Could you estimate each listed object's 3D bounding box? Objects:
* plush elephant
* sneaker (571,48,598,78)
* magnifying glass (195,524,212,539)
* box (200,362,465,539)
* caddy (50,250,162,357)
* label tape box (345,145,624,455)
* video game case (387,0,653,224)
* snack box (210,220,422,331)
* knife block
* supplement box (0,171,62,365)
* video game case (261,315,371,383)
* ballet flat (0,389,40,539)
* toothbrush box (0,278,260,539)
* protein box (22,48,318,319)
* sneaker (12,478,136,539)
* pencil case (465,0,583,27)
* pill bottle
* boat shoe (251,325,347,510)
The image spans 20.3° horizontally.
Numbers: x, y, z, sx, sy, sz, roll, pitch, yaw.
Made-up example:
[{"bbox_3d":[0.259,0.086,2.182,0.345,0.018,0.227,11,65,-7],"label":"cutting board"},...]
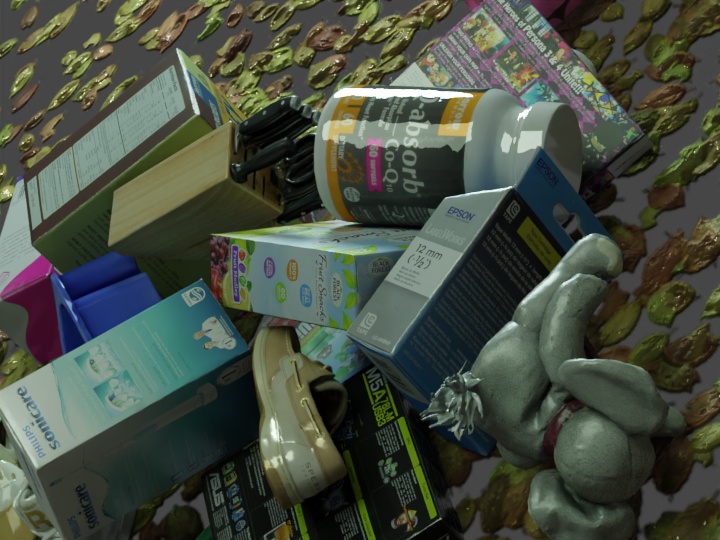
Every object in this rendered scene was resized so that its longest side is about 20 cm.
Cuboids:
[{"bbox_3d":[0.157,0.098,1.414,0.200,0.154,0.165,-32,-30,-47],"label":"plush elephant"},{"bbox_3d":[0.121,-0.116,1.754,0.199,0.080,0.084,-35,46,22],"label":"sneaker"},{"bbox_3d":[-0.081,0.197,1.678,0.079,0.022,0.201,17,68,54],"label":"magnifying glass"},{"bbox_3d":[-0.027,0.187,1.583,0.192,0.048,0.200,-32,37,9],"label":"box"},{"bbox_3d":[-0.211,0.079,1.803,0.105,0.201,0.141,-29,29,-7],"label":"caddy"},{"bbox_3d":[0.099,0.019,1.552,0.066,0.143,0.201,19,68,49],"label":"label tape box"},{"bbox_3d":[0.119,-0.119,1.706,0.181,0.036,0.200,-42,62,8],"label":"video game case"},{"bbox_3d":[0.000,0.000,1.643,0.199,0.168,0.068,10,104,50],"label":"snack box"},{"bbox_3d":[-0.119,-0.083,1.725,0.198,0.176,0.064,3,54,-1],"label":"knife block"},{"bbox_3d":[-0.312,-0.018,2.104,0.101,0.103,0.201,-24,36,28],"label":"supplement box"},{"bbox_3d":[0.001,0.040,1.764,0.143,0.017,0.200,-46,32,-2],"label":"video game case"},{"bbox_3d":[-0.341,0.192,1.934,0.068,0.063,0.201,-35,34,16],"label":"ballet flat"},{"bbox_3d":[-0.187,0.120,1.664,0.199,0.147,0.085,-31,61,-14],"label":"toothbrush box"},{"bbox_3d":[-0.177,-0.058,1.903,0.200,0.199,0.135,-37,34,11],"label":"protein box"},{"bbox_3d":[-0.261,0.246,1.735,0.073,0.116,0.201,-25,38,25],"label":"sneaker"},{"bbox_3d":[0.188,-0.293,1.858,0.200,0.094,0.091,-45,32,-1],"label":"pencil case"},{"bbox_3d":[0.072,-0.092,1.632,0.199,0.117,0.117,4,53,26],"label":"pill bottle"},{"bbox_3d":[-0.042,0.109,1.590,0.069,0.074,0.201,-18,36,6],"label":"boat shoe"}]
